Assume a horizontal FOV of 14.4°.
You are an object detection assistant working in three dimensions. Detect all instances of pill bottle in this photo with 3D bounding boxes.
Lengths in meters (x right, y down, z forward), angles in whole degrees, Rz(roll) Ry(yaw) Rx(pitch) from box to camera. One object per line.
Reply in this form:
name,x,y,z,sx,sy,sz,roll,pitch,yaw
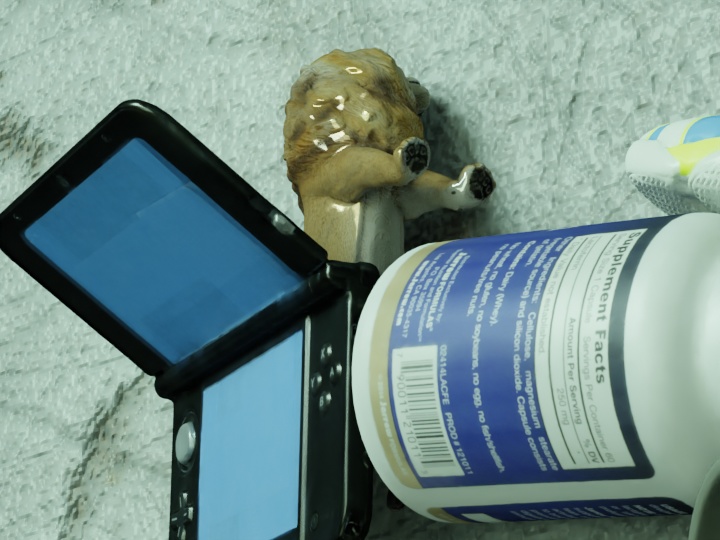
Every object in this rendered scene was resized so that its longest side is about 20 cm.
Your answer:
pill bottle,0.105,0.038,1.102,0.199,0.116,0.116,-6,71,39

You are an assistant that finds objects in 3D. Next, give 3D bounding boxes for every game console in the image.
game console,-0.083,0.045,1.214,0.200,0.116,0.177,148,128,-61

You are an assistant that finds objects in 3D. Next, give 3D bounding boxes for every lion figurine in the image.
lion figurine,0.000,0.000,1.239,0.122,0.072,0.201,4,82,55

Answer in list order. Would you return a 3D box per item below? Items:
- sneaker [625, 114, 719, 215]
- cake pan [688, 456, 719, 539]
sneaker,0.202,-0.057,1.092,0.199,0.076,0.105,9,68,35
cake pan,0.164,0.158,0.985,0.200,0.037,0.201,171,90,-78
